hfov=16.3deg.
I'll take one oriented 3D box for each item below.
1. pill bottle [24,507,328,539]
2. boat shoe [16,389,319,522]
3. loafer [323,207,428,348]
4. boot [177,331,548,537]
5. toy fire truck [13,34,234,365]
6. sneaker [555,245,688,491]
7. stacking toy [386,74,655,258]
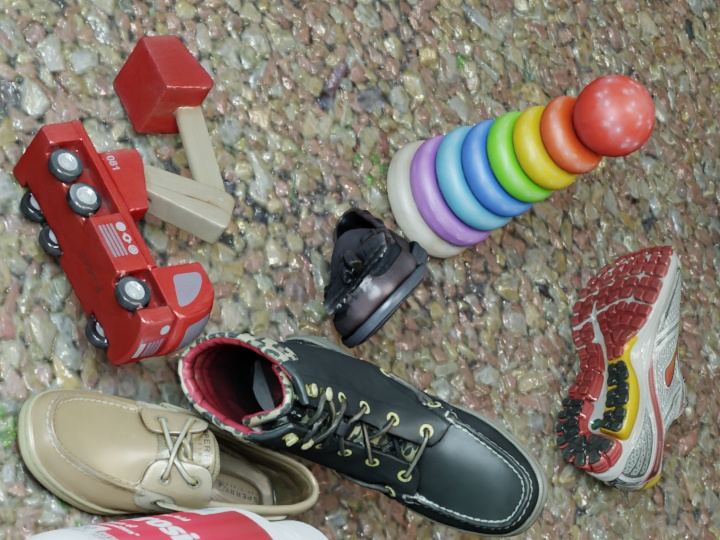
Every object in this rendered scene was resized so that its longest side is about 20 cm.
[{"bbox_3d":[-0.100,0.189,1.378,0.200,0.112,0.112,-2,74,-51],"label":"pill bottle"},{"bbox_3d":[-0.109,0.106,1.446,0.200,0.064,0.071,20,58,-44],"label":"boat shoe"},{"bbox_3d":[0.000,0.000,1.588,0.063,0.072,0.200,45,8,-2],"label":"loafer"},{"bbox_3d":[-0.001,0.097,1.474,0.074,0.203,0.154,-64,157,6],"label":"boot"},{"bbox_3d":[-0.125,-0.043,1.479,0.141,0.049,0.200,-11,63,-40],"label":"toy fire truck"},{"bbox_3d":[0.198,0.071,1.830,0.082,0.078,0.200,40,55,-36],"label":"sneaker"},{"bbox_3d":[0.116,-0.076,1.692,0.085,0.200,0.085,25,55,-41],"label":"stacking toy"}]
